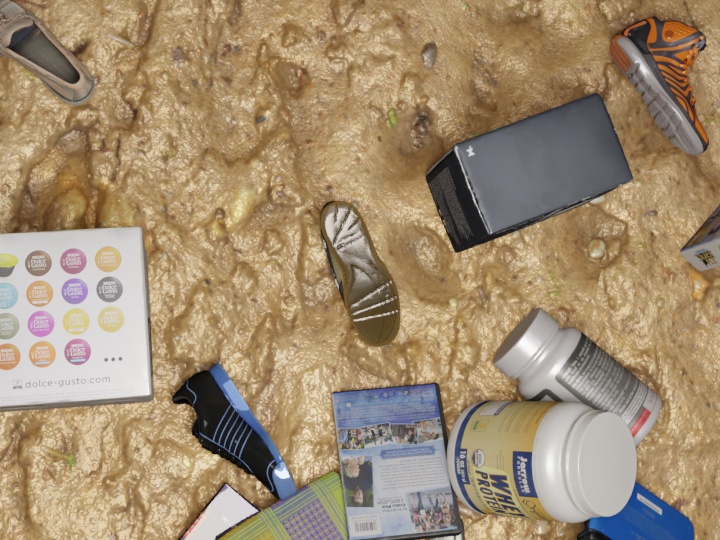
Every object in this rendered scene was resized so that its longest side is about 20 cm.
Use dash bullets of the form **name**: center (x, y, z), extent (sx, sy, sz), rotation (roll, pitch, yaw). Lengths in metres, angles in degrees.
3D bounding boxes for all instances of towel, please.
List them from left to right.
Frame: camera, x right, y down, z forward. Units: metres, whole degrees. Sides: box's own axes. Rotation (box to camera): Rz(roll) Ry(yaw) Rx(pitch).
- **towel**: center (-0.071, 0.347, 1.506), extent (0.200, 0.023, 0.144), rotation (-29, 79, -32)

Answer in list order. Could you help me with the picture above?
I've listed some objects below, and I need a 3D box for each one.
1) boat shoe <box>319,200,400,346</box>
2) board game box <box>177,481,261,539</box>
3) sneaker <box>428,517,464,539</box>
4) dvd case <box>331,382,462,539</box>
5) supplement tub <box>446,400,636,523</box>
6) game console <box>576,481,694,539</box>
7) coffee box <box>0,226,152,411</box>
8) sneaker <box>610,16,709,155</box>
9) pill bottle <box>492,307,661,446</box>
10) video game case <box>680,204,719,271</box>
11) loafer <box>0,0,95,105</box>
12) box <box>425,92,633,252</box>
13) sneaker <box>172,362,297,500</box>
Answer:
- **boat shoe**: center (0.000, 0.000, 1.593), extent (0.073, 0.065, 0.201), rotation (-18, 104, -3)
- **board game box**: center (-0.145, 0.390, 1.531), extent (0.200, 0.057, 0.165), rotation (39, 81, -1)
- **sneaker**: center (0.057, 0.392, 1.546), extent (0.115, 0.076, 0.201), rotation (18, 84, -7)
- **dvd case**: center (0.044, 0.243, 1.561), extent (0.142, 0.018, 0.201), rotation (-4, 65, -7)
- **supplement tub**: center (0.221, 0.232, 1.507), extent (0.144, 0.200, 0.145), rotation (5, 82, -44)
- **game console**: center (0.321, 0.369, 1.580), extent (0.200, 0.118, 0.171), rotation (35, 48, -25)
- **coffee box**: center (-0.351, 0.062, 1.471), extent (0.199, 0.200, 0.199), rotation (-3, 83, -8)
- **sneaker**: center (0.438, -0.262, 1.675), extent (0.112, 0.078, 0.200), rotation (-32, 88, -9)
- **pill bottle**: center (0.277, 0.145, 1.586), extent (0.200, 0.114, 0.114), rotation (40, 80, -1)
- **video game case**: center (0.528, -0.093, 1.614), extent (0.045, 0.181, 0.200), rotation (43, 80, -2)
- **loafer**: center (-0.423, -0.292, 1.575), extent (0.200, 0.063, 0.072), rotation (39, 79, -1)
- **box**: center (0.208, -0.120, 1.568), extent (0.199, 0.197, 0.124), rotation (-21, 86, -9)
- **sneaker**: center (-0.157, 0.213, 1.534), extent (0.078, 0.070, 0.200), rotation (-33, 69, -11)
